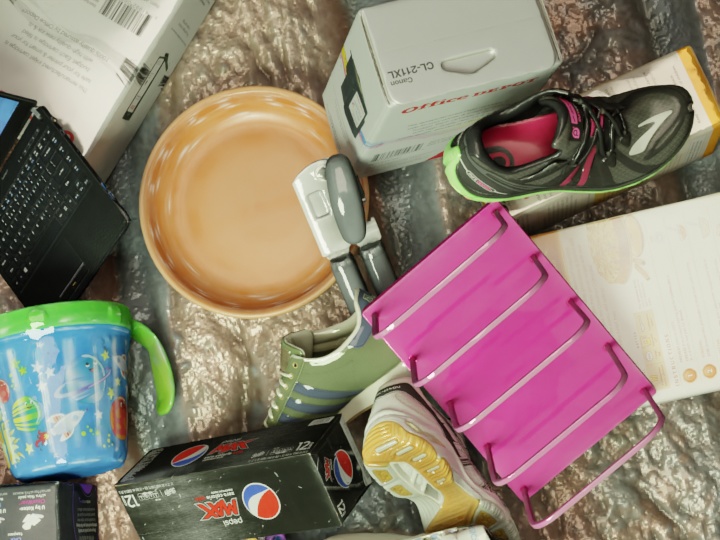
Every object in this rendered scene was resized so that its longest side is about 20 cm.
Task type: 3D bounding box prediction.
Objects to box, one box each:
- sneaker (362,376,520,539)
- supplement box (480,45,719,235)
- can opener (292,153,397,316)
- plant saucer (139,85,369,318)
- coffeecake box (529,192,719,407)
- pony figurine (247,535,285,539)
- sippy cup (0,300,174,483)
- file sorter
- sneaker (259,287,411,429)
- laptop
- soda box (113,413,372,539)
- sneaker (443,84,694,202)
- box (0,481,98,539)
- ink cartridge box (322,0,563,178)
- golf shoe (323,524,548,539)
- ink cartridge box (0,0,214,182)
[{"bbox_3d":[0.073,0.163,1.378,0.075,0.200,0.088,-20,37,20],"label":"sneaker"},{"bbox_3d":[0.188,-0.098,1.403,0.199,0.126,0.074,-24,81,2],"label":"supplement box"},{"bbox_3d":[0.000,0.000,1.415,0.052,0.067,0.201,-21,107,4],"label":"can opener"},{"bbox_3d":[-0.090,-0.057,1.477,0.199,0.037,0.202,-1,81,6],"label":"plant saucer"},{"bbox_3d":[0.244,0.029,1.404,0.199,0.073,0.155,-13,82,5],"label":"coffeecake box"},{"bbox_3d":[-0.094,0.296,1.373,0.192,0.167,0.200,28,67,35],"label":"pony figurine"},{"bbox_3d":[-0.248,0.104,1.418,0.176,0.140,0.131,-10,77,3],"label":"sippy cup"},{"bbox_3d":[0.116,0.072,1.296,0.139,0.125,0.200,-40,97,7],"label":"file sorter"},{"bbox_3d":[-0.040,0.089,1.405,0.200,0.067,0.090,-37,109,19],"label":"sneaker"},{"bbox_3d":[-0.315,-0.052,1.427,0.200,0.103,0.177,51,133,10],"label":"laptop"},{"bbox_3d":[-0.095,0.173,1.382,0.199,0.063,0.071,-13,110,32],"label":"soda box"},{"bbox_3d":[0.163,-0.098,1.292,0.199,0.084,0.077,-16,78,-10],"label":"sneaker"},{"bbox_3d":[-0.276,0.277,1.409,0.105,0.122,0.202,-5,81,6],"label":"box"},{"bbox_3d":[0.060,-0.153,1.374,0.145,0.200,0.083,-15,79,-13],"label":"ink cartridge box"},{"bbox_3d":[0.059,0.222,1.331,0.199,0.098,0.079,11,39,-20],"label":"golf shoe"},{"bbox_3d":[-0.241,-0.197,1.491,0.145,0.084,0.201,31,87,10],"label":"ink cartridge box"}]
